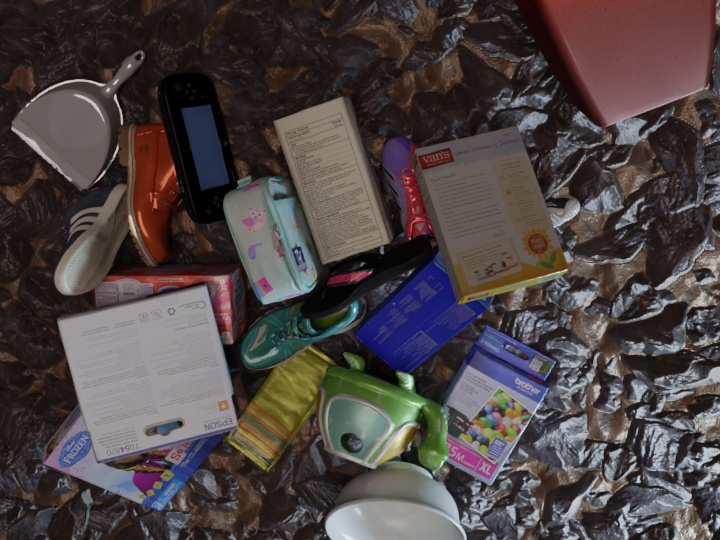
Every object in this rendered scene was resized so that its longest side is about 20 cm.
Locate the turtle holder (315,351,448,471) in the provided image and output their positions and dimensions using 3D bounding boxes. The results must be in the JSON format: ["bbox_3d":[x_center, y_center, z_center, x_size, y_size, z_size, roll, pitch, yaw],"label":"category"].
[{"bbox_3d":[0.025,0.204,1.122,0.184,0.141,0.133,24,78,-14],"label":"turtle holder"}]

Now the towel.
[{"bbox_3d":[-0.114,0.197,1.203,0.086,0.018,0.201,34,101,-1],"label":"towel"}]

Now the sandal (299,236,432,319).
[{"bbox_3d":[0.000,0.000,1.072,0.199,0.075,0.045,-29,117,17],"label":"sandal"}]

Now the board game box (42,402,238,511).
[{"bbox_3d":[-0.314,0.234,1.175,0.199,0.041,0.200,33,103,-29],"label":"board game box"}]

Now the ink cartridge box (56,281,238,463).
[{"bbox_3d":[-0.276,0.134,1.079,0.198,0.041,0.202,-12,99,-6],"label":"ink cartridge box"}]

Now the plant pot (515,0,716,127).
[{"bbox_3d":[0.316,-0.290,0.991,0.198,0.200,0.177,-20,110,9],"label":"plant pot"}]

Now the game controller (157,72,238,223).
[{"bbox_3d":[-0.216,-0.166,1.107,0.042,0.104,0.202,-5,102,40],"label":"game controller"}]

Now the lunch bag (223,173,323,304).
[{"bbox_3d":[-0.109,-0.048,1.065,0.076,0.200,0.162,-16,96,7],"label":"lunch bag"}]

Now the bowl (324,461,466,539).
[{"bbox_3d":[0.052,0.333,1.152,0.199,0.091,0.202,5,139,5],"label":"bowl"}]

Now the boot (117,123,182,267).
[{"bbox_3d":[-0.272,-0.107,1.134,0.106,0.075,0.202,-5,92,1],"label":"boot"}]

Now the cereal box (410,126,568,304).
[{"bbox_3d":[0.159,-0.072,1.018,0.143,0.040,0.202,-13,74,-10],"label":"cereal box"}]

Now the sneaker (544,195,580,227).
[{"bbox_3d":[0.185,-0.095,1.085,0.198,0.079,0.131,-22,84,-2],"label":"sneaker"}]

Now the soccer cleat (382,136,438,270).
[{"bbox_3d":[0.077,-0.083,1.101,0.066,0.076,0.202,-14,99,7],"label":"soccer cleat"}]

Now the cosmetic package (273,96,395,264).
[{"bbox_3d":[-0.032,-0.123,1.101,0.102,0.087,0.202,-16,99,10],"label":"cosmetic package"}]

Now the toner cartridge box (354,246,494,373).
[{"bbox_3d":[0.083,0.058,1.092,0.095,0.043,0.200,39,134,-5],"label":"toner cartridge box"}]

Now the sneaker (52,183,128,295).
[{"bbox_3d":[-0.380,-0.044,1.114,0.084,0.201,0.075,4,131,14],"label":"sneaker"}]

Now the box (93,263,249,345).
[{"bbox_3d":[-0.264,0.046,1.151,0.198,0.096,0.101,-1,101,7],"label":"box"}]

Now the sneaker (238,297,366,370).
[{"bbox_3d":[-0.086,0.077,1.141,0.199,0.080,0.078,-28,88,6],"label":"sneaker"}]

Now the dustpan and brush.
[{"bbox_3d":[-0.372,-0.231,1.143,0.139,0.057,0.200,43,108,-14],"label":"dustpan and brush"}]

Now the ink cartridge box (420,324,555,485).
[{"bbox_3d":[0.182,0.192,1.160,0.119,0.042,0.201,28,100,0],"label":"ink cartridge box"}]
